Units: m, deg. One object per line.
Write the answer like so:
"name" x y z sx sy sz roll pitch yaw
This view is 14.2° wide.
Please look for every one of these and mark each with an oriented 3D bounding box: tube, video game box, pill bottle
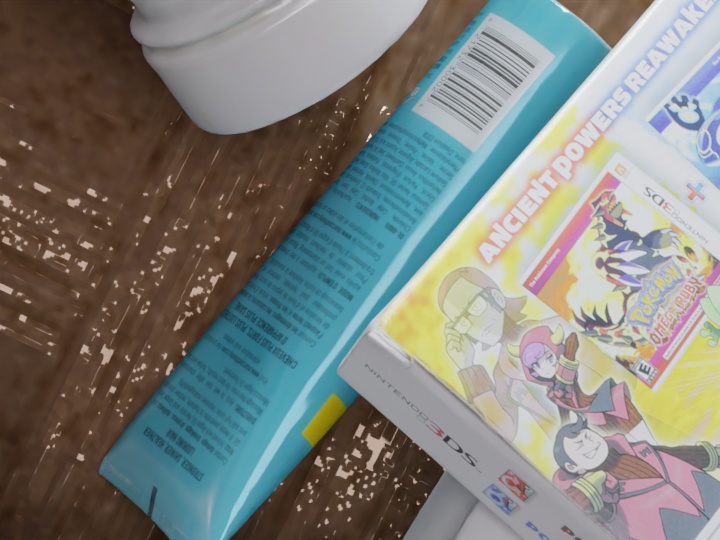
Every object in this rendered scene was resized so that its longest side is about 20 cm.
"tube" 0.000 0.000 0.884 0.200 0.077 0.050 -48 118 -6
"video game box" 0.122 0.016 0.823 0.182 0.047 0.200 43 63 -1
"pill bottle" -0.065 -0.143 0.832 0.114 0.114 0.200 -37 114 -4

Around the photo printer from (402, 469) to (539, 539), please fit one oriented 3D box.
"photo printer" 0.112 0.075 0.862 0.166 0.069 0.200 36 64 -4
